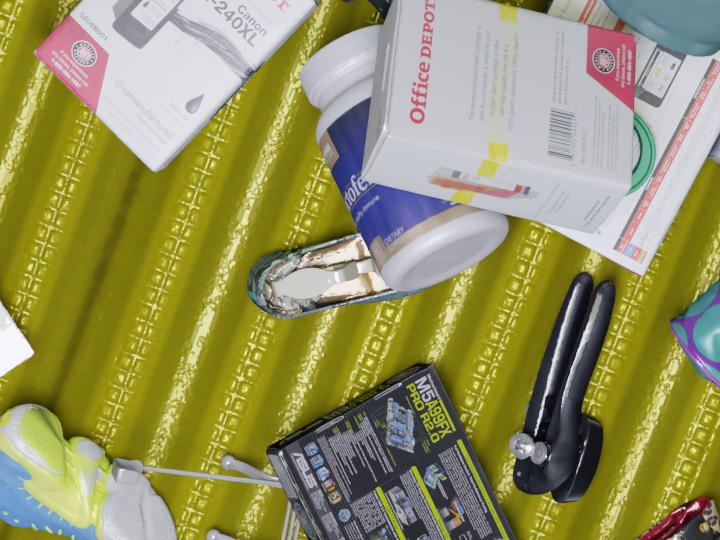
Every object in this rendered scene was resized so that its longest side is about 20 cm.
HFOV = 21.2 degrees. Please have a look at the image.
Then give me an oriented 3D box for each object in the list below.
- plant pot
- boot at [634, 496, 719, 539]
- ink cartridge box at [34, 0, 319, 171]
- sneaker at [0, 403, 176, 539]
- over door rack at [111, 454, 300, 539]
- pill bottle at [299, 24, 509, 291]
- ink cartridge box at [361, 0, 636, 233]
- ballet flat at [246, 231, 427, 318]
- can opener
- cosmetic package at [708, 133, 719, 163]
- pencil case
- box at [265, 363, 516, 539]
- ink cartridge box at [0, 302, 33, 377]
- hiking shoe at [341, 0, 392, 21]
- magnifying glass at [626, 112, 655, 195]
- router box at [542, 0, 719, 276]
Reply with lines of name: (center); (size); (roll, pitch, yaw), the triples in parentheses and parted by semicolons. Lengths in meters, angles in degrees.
plant pot: (0.273, -0.261, 1.562); (0.199, 0.201, 0.135); (28, 122, -2)
boot: (0.335, 0.264, 1.666); (0.199, 0.073, 0.151); (-33, 95, 10)
ink cartridge box: (-0.151, -0.206, 1.614); (0.145, 0.083, 0.200); (44, 95, -4)
sneaker: (-0.253, 0.199, 1.677); (0.105, 0.076, 0.200); (-30, 111, 37)
over door rack: (-0.140, 0.235, 1.650); (0.199, 0.066, 0.149); (7, 97, -30)
pill bottle: (0.032, -0.095, 1.586); (0.115, 0.116, 0.201); (-27, 74, 4)
ink cartridge box: (0.109, -0.128, 1.511); (0.198, 0.084, 0.146); (13, 62, -11)
ballet flat: (0.000, 0.000, 1.642); (0.198, 0.074, 0.075); (-18, 96, 3)
can opener: (0.175, 0.100, 1.662); (0.063, 0.078, 0.202); (13, 94, 38)
cosmetic package: (0.382, -0.162, 1.617); (0.101, 0.074, 0.201); (28, 94, -2)
pencil case: (0.363, 0.022, 1.629); (0.199, 0.085, 0.093); (-37, 66, 5)
box: (0.032, 0.205, 1.649); (0.159, 0.044, 0.201); (-28, 96, -18)
ink cartridge box: (-0.400, 0.030, 1.654); (0.162, 0.057, 0.201); (-34, 98, -4)
hiking shoe: (0.045, -0.245, 1.613); (0.199, 0.074, 0.087); (31, 77, -12)
magnifying glass: (0.154, -0.127, 1.601); (0.199, 0.022, 0.080); (28, 95, -4)
router box: (0.207, -0.125, 1.634); (0.179, 0.049, 0.201); (28, 96, -2)
